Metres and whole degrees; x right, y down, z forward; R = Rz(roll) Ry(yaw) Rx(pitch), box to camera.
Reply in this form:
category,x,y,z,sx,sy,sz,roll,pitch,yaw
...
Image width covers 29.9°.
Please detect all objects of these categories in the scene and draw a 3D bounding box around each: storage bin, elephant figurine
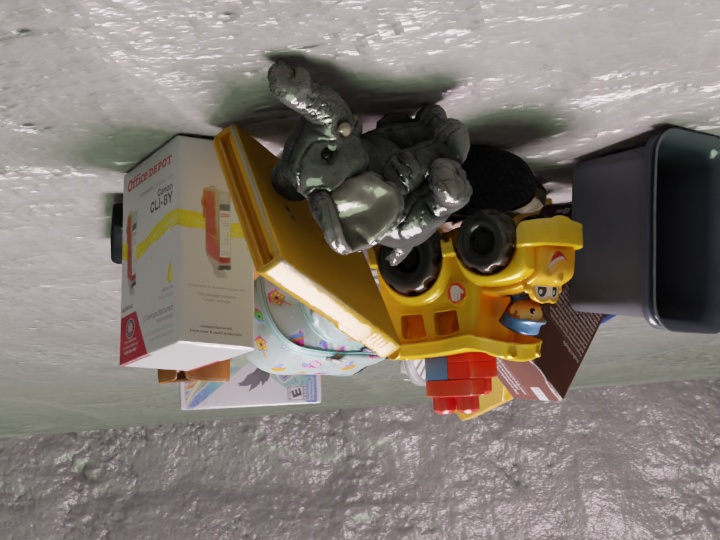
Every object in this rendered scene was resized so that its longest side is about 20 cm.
category,x,y,z,sx,sy,sz,roll,pitch,yaw
storage bin,0.298,-0.036,1.395,0.145,0.201,0.134,5,176,-39
elephant figurine,-0.015,-0.087,1.171,0.199,0.156,0.141,-2,174,-33

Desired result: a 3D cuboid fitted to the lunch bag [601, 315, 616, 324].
category,x,y,z,sx,sy,sz,roll,pitch,yaw
lunch bag,0.265,0.004,1.666,0.135,0.133,0.200,-25,176,-23

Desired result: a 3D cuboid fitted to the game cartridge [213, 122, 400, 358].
category,x,y,z,sx,sy,sz,roll,pitch,yaw
game cartridge,-0.049,-0.024,1.250,0.032,0.177,0.200,-34,140,14

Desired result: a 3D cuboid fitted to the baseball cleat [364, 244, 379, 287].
category,x,y,z,sx,sy,sz,roll,pitch,yaw
baseball cleat,0.000,0.000,1.519,0.070,0.106,0.200,35,167,48

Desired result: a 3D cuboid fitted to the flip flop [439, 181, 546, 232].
category,x,y,z,sx,sy,sz,roll,pitch,yaw
flip flop,0.114,-0.068,1.469,0.199,0.058,0.081,2,167,-25

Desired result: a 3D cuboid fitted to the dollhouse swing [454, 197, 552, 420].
category,x,y,z,sx,sy,sz,roll,pitch,yaw
dollhouse swing,0.169,0.050,1.593,0.181,0.176,0.200,-29,174,-24

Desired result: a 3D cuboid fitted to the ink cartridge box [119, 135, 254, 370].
category,x,y,z,sx,sy,sz,roll,pitch,yaw
ink cartridge box,-0.170,-0.013,1.305,0.083,0.201,0.145,7,164,-30

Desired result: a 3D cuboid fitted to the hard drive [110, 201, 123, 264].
category,x,y,z,sx,sy,sz,roll,pitch,yaw
hard drive,-0.213,-0.041,1.535,0.139,0.033,0.200,-1,170,-11

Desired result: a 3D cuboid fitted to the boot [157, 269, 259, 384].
category,x,y,z,sx,sy,sz,roll,pitch,yaw
boot,-0.157,0.046,1.499,0.199,0.156,0.077,-8,169,25

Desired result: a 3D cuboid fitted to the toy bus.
category,x,y,z,sx,sy,sz,roll,pitch,yaw
toy bus,0.118,0.042,1.324,0.199,0.193,0.135,-10,171,35

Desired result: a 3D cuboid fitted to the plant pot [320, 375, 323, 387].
category,x,y,z,sx,sy,sz,roll,pitch,yaw
plant pot,-0.118,0.080,1.817,0.199,0.174,0.200,-3,167,-1

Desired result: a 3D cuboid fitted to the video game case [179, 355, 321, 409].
category,x,y,z,sx,sy,sz,roll,pitch,yaw
video game case,-0.143,0.074,1.722,0.181,0.201,0.022,-2,-175,-7

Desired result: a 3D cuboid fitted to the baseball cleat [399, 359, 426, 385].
category,x,y,z,sx,sy,sz,roll,pitch,yaw
baseball cleat,0.085,0.076,1.523,0.106,0.070,0.200,-4,153,17

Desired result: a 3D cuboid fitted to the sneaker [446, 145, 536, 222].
category,x,y,z,sx,sy,sz,roll,pitch,yaw
sneaker,0.078,-0.082,1.377,0.199,0.072,0.083,-5,175,5

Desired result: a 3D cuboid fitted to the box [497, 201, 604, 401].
category,x,y,z,sx,sy,sz,roll,pitch,yaw
box,0.207,0.032,1.451,0.075,0.200,0.100,-3,135,45

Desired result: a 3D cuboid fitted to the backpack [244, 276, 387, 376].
category,x,y,z,sx,sy,sz,roll,pitch,yaw
backpack,-0.054,0.035,1.617,0.199,0.177,0.153,-1,160,-32
